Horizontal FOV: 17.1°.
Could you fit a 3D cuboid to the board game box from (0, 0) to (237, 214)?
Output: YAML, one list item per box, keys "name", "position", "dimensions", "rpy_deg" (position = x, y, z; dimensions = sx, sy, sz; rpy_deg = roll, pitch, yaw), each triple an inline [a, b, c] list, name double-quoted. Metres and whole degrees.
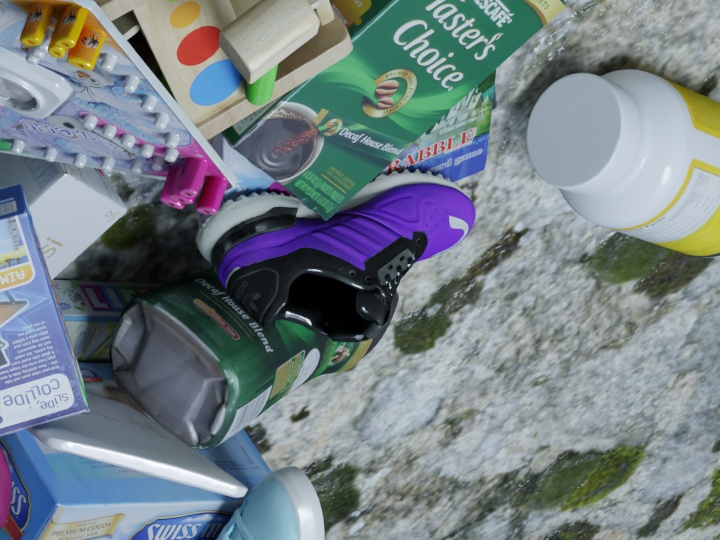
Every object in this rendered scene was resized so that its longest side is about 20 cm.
- name: "board game box"
  position: [-0.190, -0.096, 1.278]
  dimensions: [0.200, 0.199, 0.026]
  rpy_deg: [53, 52, -57]

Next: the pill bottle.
- name: "pill bottle"
  position: [0.206, -0.079, 1.703]
  dimensions: [0.199, 0.112, 0.112]
  rpy_deg: [15, 123, -50]

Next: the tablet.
- name: "tablet"
  position: [-0.157, 0.092, 1.423]
  dimensions: [0.129, 0.200, 0.014]
  rpy_deg: [18, 92, -27]

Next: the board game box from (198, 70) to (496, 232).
- name: "board game box"
  position: [-0.007, -0.107, 1.496]
  dimensions: [0.199, 0.041, 0.200]
  rpy_deg: [-23, 145, -19]

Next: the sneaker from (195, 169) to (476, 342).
- name: "sneaker"
  position: [0.000, 0.000, 1.507]
  dimensions: [0.199, 0.100, 0.070]
  rpy_deg: [-10, 143, -34]

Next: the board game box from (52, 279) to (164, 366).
- name: "board game box"
  position: [-0.203, 0.091, 1.628]
  dimensions: [0.134, 0.034, 0.200]
  rpy_deg: [3, 132, -43]

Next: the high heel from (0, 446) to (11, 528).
- name: "high heel"
  position: [-0.294, 0.132, 1.321]
  dimensions: [0.198, 0.068, 0.097]
  rpy_deg: [-2, 125, -22]

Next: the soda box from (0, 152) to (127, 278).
- name: "soda box"
  position: [-0.241, -0.003, 1.449]
  dimensions: [0.200, 0.064, 0.068]
  rpy_deg: [-41, 147, 11]

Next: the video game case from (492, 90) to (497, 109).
- name: "video game case"
  position: [-0.008, -0.121, 1.539]
  dimensions: [0.199, 0.026, 0.181]
  rpy_deg: [-28, 146, -10]

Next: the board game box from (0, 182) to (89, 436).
- name: "board game box"
  position: [-0.260, 0.043, 1.297]
  dimensions: [0.198, 0.035, 0.136]
  rpy_deg: [-15, 123, -5]

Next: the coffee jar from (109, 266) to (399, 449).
- name: "coffee jar"
  position: [-0.065, 0.036, 1.574]
  dimensions: [0.200, 0.104, 0.086]
  rpy_deg: [-28, 151, -50]

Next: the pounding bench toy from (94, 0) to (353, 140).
- name: "pounding bench toy"
  position: [-0.077, -0.140, 1.294]
  dimensions: [0.124, 0.200, 0.156]
  rpy_deg: [-30, 146, -6]

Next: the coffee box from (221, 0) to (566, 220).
- name: "coffee box"
  position: [0.016, -0.127, 1.412]
  dimensions: [0.200, 0.044, 0.123]
  rpy_deg: [-41, 146, 8]

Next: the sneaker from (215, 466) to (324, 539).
- name: "sneaker"
  position: [-0.088, 0.209, 1.536]
  dimensions: [0.082, 0.074, 0.201]
  rpy_deg: [-10, 137, -42]

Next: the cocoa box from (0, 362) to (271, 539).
- name: "cocoa box"
  position: [-0.176, 0.149, 1.570]
  dimensions: [0.199, 0.134, 0.132]
  rpy_deg: [4, 130, -45]
